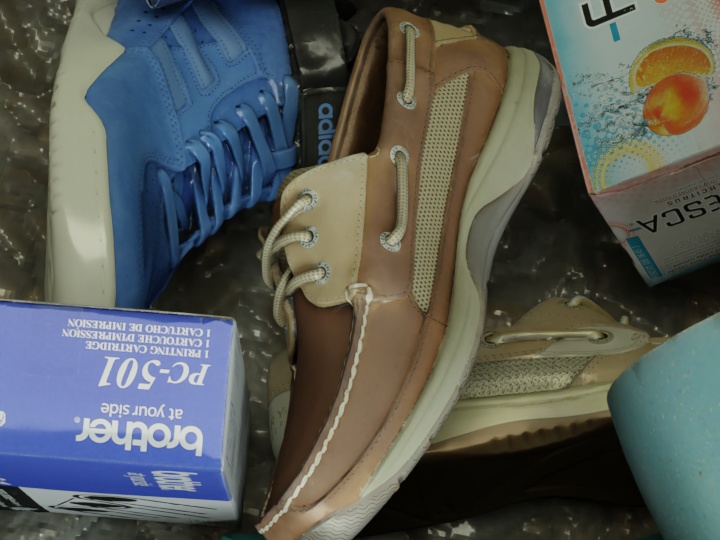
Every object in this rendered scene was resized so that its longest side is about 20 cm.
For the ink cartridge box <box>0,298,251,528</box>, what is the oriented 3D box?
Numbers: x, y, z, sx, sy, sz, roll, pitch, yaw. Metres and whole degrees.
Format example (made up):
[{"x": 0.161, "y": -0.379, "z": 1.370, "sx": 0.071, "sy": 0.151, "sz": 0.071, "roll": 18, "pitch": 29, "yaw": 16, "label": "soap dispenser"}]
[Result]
[{"x": -0.082, "y": 0.046, "z": 0.836, "sx": 0.093, "sy": 0.200, "sz": 0.045, "roll": 5, "pitch": 80, "yaw": 0, "label": "ink cartridge box"}]

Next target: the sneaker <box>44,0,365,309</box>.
[{"x": -0.043, "y": -0.042, "z": 0.913, "sx": 0.110, "sy": 0.077, "sz": 0.200, "roll": 5, "pitch": 30, "yaw": -2, "label": "sneaker"}]

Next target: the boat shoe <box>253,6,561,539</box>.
[{"x": 0.000, "y": 0.000, "z": 0.863, "sx": 0.072, "sy": 0.076, "sz": 0.201, "roll": 30, "pitch": 51, "yaw": -11, "label": "boat shoe"}]

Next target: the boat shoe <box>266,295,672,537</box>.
[{"x": 0.068, "y": 0.038, "z": 0.918, "sx": 0.199, "sy": 0.072, "sz": 0.065, "roll": -9, "pitch": 58, "yaw": 1, "label": "boat shoe"}]

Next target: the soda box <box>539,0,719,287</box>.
[{"x": 0.095, "y": -0.100, "z": 0.951, "sx": 0.063, "sy": 0.068, "sz": 0.201, "roll": -20, "pitch": 55, "yaw": 15, "label": "soda box"}]

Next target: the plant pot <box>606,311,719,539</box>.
[{"x": 0.182, "y": 0.074, "z": 0.783, "sx": 0.199, "sy": 0.200, "sz": 0.136, "roll": -12, "pitch": 75, "yaw": -7, "label": "plant pot"}]

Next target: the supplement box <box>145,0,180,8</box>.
[{"x": -0.007, "y": -0.221, "z": 0.879, "sx": 0.198, "sy": 0.201, "sz": 0.135, "roll": -17, "pitch": 47, "yaw": 1, "label": "supplement box"}]

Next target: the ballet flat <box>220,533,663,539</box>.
[{"x": 0.046, "y": 0.118, "z": 0.893, "sx": 0.198, "sy": 0.068, "sz": 0.076, "roll": -3, "pitch": 89, "yaw": 3, "label": "ballet flat"}]
